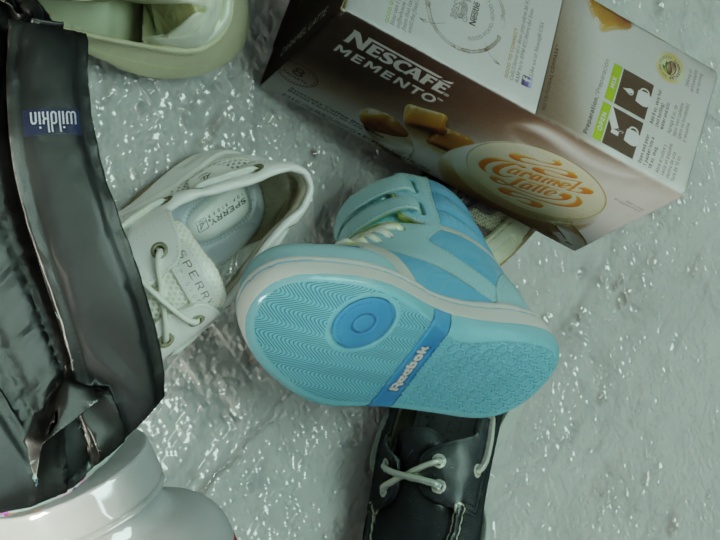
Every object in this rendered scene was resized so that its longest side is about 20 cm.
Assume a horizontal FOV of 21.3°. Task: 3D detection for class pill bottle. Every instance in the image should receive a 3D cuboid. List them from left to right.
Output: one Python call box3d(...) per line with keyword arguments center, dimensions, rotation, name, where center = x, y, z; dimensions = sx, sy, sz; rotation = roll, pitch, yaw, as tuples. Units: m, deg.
box3d(center=(-0.089, 0.175, 0.830), dimensions=(0.112, 0.112, 0.201), rotation=(-36, 111, -43), name="pill bottle")

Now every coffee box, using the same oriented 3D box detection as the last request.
box3d(center=(0.065, -0.099, 0.978), dimensions=(0.199, 0.114, 0.080), rotation=(27, 66, -17), name="coffee box")

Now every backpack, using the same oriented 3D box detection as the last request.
box3d(center=(-0.162, -0.001, 0.753), dimensions=(0.166, 0.126, 0.201), rotation=(-30, 95, -18), name="backpack")

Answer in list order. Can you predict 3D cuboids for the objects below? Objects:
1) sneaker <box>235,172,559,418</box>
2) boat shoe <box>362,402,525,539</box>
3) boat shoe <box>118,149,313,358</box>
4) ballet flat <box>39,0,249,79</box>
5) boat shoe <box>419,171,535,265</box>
box3d(center=(0.000, 0.000, 0.948), dimensions=(0.199, 0.080, 0.131), rotation=(19, 33, -45), name="sneaker")
box3d(center=(0.036, 0.099, 1.000), dimensions=(0.061, 0.075, 0.201), rotation=(62, 33, -42), name="boat shoe")
box3d(center=(-0.093, 0.002, 0.879), dimensions=(0.200, 0.069, 0.071), rotation=(-48, 120, -39), name="boat shoe")
box3d(center=(-0.109, -0.128, 0.882), dimensions=(0.199, 0.069, 0.070), rotation=(1, 85, -47), name="ballet flat")
box3d(center=(0.088, -0.072, 1.083), dimensions=(0.200, 0.072, 0.065), rotation=(-48, 124, -32), name="boat shoe")
